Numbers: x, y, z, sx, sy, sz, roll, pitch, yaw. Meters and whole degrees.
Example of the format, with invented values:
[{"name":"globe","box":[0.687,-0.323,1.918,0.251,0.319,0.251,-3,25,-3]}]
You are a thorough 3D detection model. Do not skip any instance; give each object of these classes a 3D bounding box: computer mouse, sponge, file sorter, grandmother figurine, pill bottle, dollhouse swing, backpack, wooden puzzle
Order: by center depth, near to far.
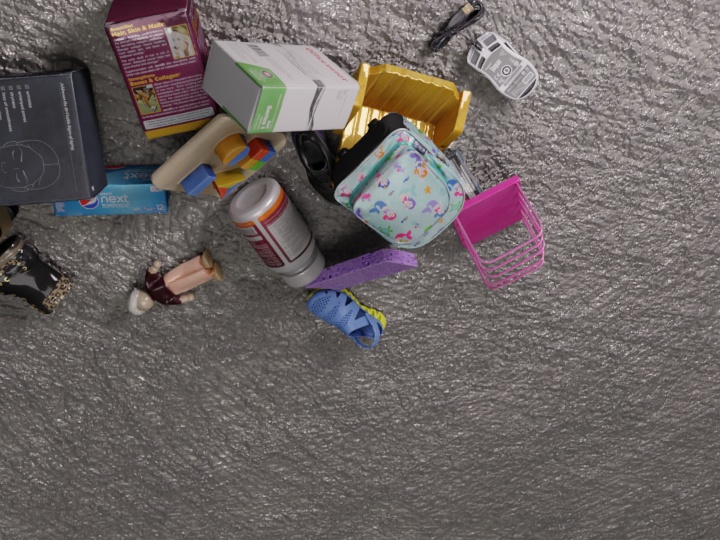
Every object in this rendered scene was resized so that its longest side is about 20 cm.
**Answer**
[{"name":"backpack","box":[0.072,-0.133,1.297,0.177,0.151,0.199,-42,125,17]},{"name":"dollhouse swing","box":[0.060,-0.216,1.343,0.198,0.178,0.182,12,162,-16]},{"name":"computer mouse","box":[0.219,-0.366,1.348,0.199,0.044,0.110,34,112,-23]},{"name":"wooden puzzle","box":[-0.234,-0.182,1.360,0.184,0.047,0.199,-36,164,19]},{"name":"file sorter","box":[0.265,-0.060,1.479,0.138,0.126,0.200,-27,159,6]},{"name":"pill bottle","box":[-0.153,-0.067,1.485,0.109,0.110,0.201,-25,127,12]},{"name":"sponge","box":[0.000,0.000,1.536,0.198,0.030,0.111,-17,166,34]},{"name":"grandmother figurine","box":[-0.378,0.029,1.564,0.198,0.061,0.122,-28,118,10]}]

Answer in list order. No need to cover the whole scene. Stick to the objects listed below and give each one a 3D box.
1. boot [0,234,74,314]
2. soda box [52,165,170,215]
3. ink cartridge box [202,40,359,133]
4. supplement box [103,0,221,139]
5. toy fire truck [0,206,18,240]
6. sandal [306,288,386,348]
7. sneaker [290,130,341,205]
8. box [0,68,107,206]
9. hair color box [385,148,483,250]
[{"name":"boot","box":[-0.667,0.037,1.521,0.199,0.073,0.150,-39,123,15]},{"name":"soda box","box":[-0.444,-0.144,1.410,0.197,0.068,0.065,-1,128,-7]},{"name":"ink cartridge box","box":[-0.123,-0.289,1.241,0.199,0.146,0.085,-11,136,-42]},{"name":"supplement box","box":[-0.308,-0.330,1.260,0.129,0.104,0.202,-10,130,0]},{"name":"toy fire truck","box":[-0.729,-0.123,1.363,0.197,0.129,0.178,1,130,6]},{"name":"sandal","box":[-0.025,0.101,1.652,0.199,0.088,0.080,26,123,-23]},{"name":"sneaker","box":[-0.073,-0.182,1.420,0.075,0.088,0.201,-23,128,10]},{"name":"box","box":[-0.531,-0.215,1.271,0.194,0.124,0.203,-4,108,-3]},{"name":"hair color box","box":[0.121,-0.132,1.484,0.199,0.061,0.100,-31,100,16]}]
